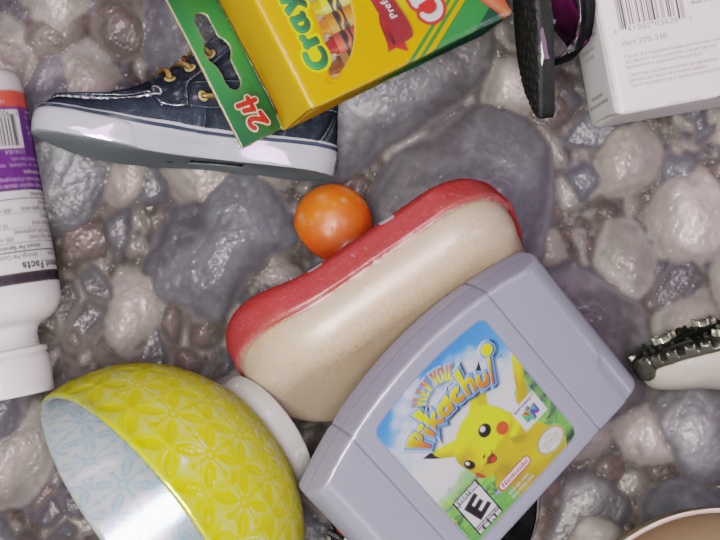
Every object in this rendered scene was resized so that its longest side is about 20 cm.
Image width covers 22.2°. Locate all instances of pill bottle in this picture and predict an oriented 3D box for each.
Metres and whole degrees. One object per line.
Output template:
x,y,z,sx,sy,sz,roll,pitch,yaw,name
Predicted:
-0.248,-0.017,1.146,0.110,0.111,0.202,-10,89,-3,pill bottle

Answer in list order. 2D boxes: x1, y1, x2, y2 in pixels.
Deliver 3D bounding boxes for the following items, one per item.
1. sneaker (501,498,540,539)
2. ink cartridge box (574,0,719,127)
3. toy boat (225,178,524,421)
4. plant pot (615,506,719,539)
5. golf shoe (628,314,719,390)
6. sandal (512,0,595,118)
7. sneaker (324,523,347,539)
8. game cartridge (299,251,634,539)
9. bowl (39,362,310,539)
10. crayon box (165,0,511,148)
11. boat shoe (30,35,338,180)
0.073,0.191,1.167,0.075,0.088,0.202,15,88,-2,sneaker
0.207,-0.205,1.185,0.146,0.086,0.202,-10,87,-5,ink cartridge box
0.000,0.000,1.167,0.199,0.131,0.131,-34,60,-4,toy boat
0.211,0.242,1.150,0.198,0.134,0.202,0,89,-2,plant pot
0.276,0.067,1.189,0.198,0.077,0.089,-7,96,-2,golf shoe
0.120,-0.187,1.152,0.047,0.076,0.202,-1,60,0,sandal
0.005,0.144,1.157,0.082,0.078,0.201,32,90,-31,sneaker
0.063,0.093,1.108,0.200,0.040,0.133,-46,111,-10,game cartridge
-0.095,0.127,1.125,0.107,0.200,0.201,-37,90,-25,bowl
-0.016,-0.174,1.153,0.199,0.051,0.128,-29,91,-28,crayon box
-0.108,-0.113,1.172,0.198,0.071,0.092,6,83,-18,boat shoe
